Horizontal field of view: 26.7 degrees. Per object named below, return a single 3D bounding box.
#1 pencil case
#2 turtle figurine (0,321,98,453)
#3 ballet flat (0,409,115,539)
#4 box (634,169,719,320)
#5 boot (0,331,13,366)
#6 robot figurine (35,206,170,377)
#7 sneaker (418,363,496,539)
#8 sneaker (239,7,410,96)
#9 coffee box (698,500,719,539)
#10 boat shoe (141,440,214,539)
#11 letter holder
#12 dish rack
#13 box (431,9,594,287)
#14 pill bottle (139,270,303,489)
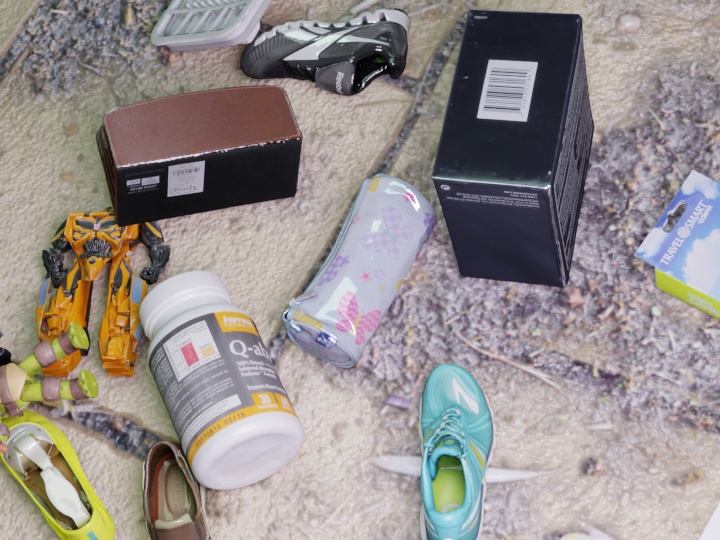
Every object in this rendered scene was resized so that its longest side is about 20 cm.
[{"bbox_3d":[0.000,0.000,1.548,0.090,0.083,0.201,31,69,1],"label":"pencil case"},{"bbox_3d":[-0.345,0.123,1.513,0.160,0.065,0.201,-17,56,4],"label":"turtle figurine"},{"bbox_3d":[-0.312,0.201,1.513,0.067,0.067,0.200,-39,61,-9],"label":"ballet flat"},{"bbox_3d":[0.385,-0.004,1.493,0.199,0.048,0.122,30,70,24],"label":"box"},{"bbox_3d":[-0.470,0.130,1.587,0.161,0.073,0.199,23,70,16],"label":"boot"},{"bbox_3d":[-0.279,0.016,1.611,0.144,0.058,0.202,-2,62,9],"label":"robot figurine"},{"bbox_3d":[0.090,0.171,1.437,0.077,0.080,0.201,-5,53,8],"label":"sneaker"},{"bbox_3d":[-0.037,-0.234,1.694,0.198,0.067,0.091,-10,58,4],"label":"sneaker"},{"bbox_3d":[0.366,0.298,1.246,0.199,0.198,0.201,25,67,24],"label":"coffee box"},{"bbox_3d":[-0.177,0.258,1.450,0.074,0.075,0.204,-18,60,1],"label":"boat shoe"},{"bbox_3d":[-0.178,-0.147,1.626,0.198,0.101,0.143,-10,57,-15],"label":"letter holder"},{"bbox_3d":[-0.142,-0.329,1.751,0.171,0.044,0.201,3,58,47],"label":"dish rack"},{"bbox_3d":[0.157,-0.119,1.515,0.122,0.199,0.201,6,63,17],"label":"box"},{"bbox_3d":[-0.143,0.106,1.502,0.116,0.117,0.201,-26,60,-3],"label":"pill bottle"}]
